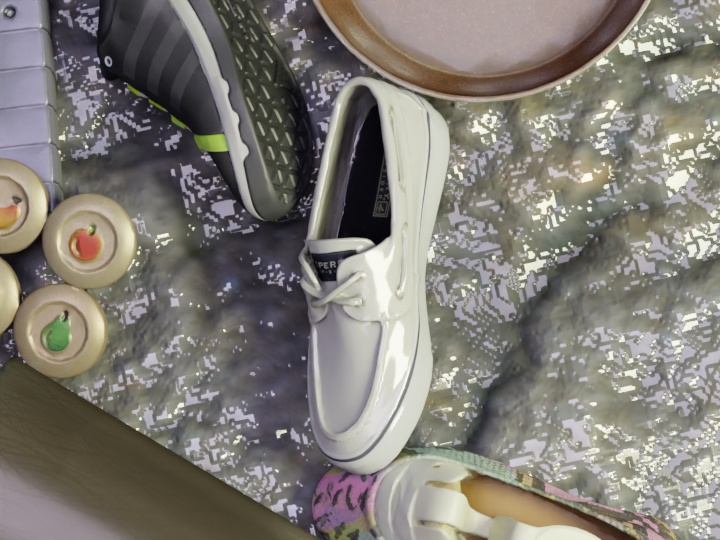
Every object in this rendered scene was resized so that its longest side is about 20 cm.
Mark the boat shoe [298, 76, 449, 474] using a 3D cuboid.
[{"bbox_3d":[0.000,0.000,1.453,0.072,0.066,0.201,4,78,36],"label":"boat shoe"}]

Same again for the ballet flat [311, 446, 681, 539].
[{"bbox_3d":[0.070,0.131,1.437,0.199,0.071,0.070,14,84,8],"label":"ballet flat"}]

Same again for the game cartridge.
[{"bbox_3d":[-0.260,-0.074,1.523,0.198,0.038,0.131,-6,77,5],"label":"game cartridge"}]

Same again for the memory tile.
[{"bbox_3d":[-0.225,0.004,1.490,0.199,0.017,0.154,21,96,3],"label":"memory tile"}]

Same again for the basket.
[{"bbox_3d":[-0.111,0.160,1.422,0.199,0.136,0.181,20,108,4],"label":"basket"}]

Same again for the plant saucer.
[{"bbox_3d":[0.065,-0.184,1.505,0.199,0.034,0.202,-1,82,6],"label":"plant saucer"}]

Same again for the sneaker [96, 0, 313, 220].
[{"bbox_3d":[-0.093,-0.110,1.505,0.083,0.072,0.201,-28,78,25],"label":"sneaker"}]
